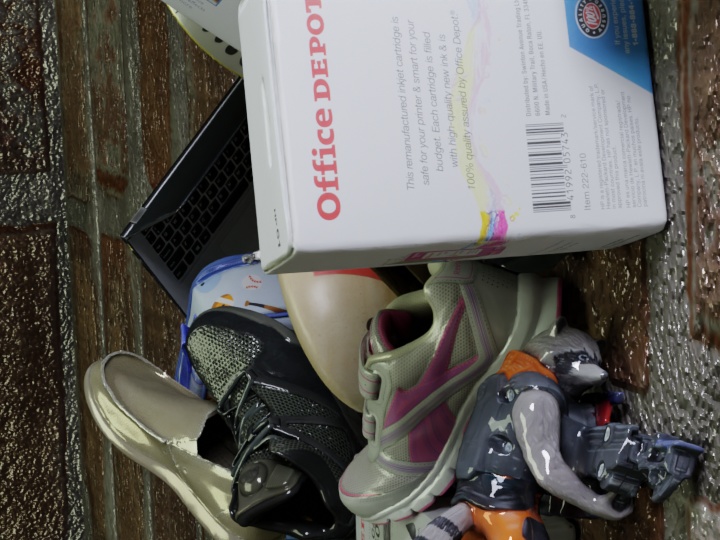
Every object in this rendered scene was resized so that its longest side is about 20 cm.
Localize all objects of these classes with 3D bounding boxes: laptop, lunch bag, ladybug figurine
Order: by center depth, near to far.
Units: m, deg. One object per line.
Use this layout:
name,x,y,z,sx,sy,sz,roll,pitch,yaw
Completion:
ladybug figurine,0.000,0.000,1.352,0.136,0.072,0.201,50,-160,-38
laptop,-0.074,-0.067,1.569,0.115,0.188,0.200,19,155,39
lunch bag,-0.063,0.061,1.594,0.201,0.159,0.076,103,156,-48

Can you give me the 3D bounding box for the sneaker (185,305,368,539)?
sneaker,-0.064,0.104,1.435,0.200,0.114,0.076,50,119,18

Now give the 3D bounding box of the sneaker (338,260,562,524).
sneaker,0.034,0.062,1.248,0.201,0.088,0.082,-56,12,28

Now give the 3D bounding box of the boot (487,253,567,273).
boot,0.058,-0.092,1.255,0.077,0.200,0.168,-50,-3,17

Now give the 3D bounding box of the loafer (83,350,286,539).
loafer,-0.116,0.117,1.519,0.200,0.075,0.069,41,120,23

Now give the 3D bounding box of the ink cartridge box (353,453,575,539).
ink cartridge box,0.060,0.201,1.321,0.200,0.083,0.147,-151,58,-71

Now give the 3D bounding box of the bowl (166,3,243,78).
bowl,-0.034,-0.223,1.402,0.094,0.199,0.202,-38,56,51

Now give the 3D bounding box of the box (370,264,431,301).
box,0.025,-0.051,1.334,0.163,0.021,0.201,45,-155,-52

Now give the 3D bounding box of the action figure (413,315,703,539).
action figure,0.087,0.112,1.119,0.195,0.104,0.200,-67,14,-20

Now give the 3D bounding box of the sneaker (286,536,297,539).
sneaker,-0.032,0.160,1.604,0.200,0.076,0.086,76,-150,-72

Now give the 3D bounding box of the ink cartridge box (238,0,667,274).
ink cartridge box,0.043,-0.080,1.091,0.085,0.198,0.146,154,111,-73

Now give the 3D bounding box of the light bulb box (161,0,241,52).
light bulb box,-0.031,-0.264,1.235,0.200,0.124,0.199,-38,26,51
